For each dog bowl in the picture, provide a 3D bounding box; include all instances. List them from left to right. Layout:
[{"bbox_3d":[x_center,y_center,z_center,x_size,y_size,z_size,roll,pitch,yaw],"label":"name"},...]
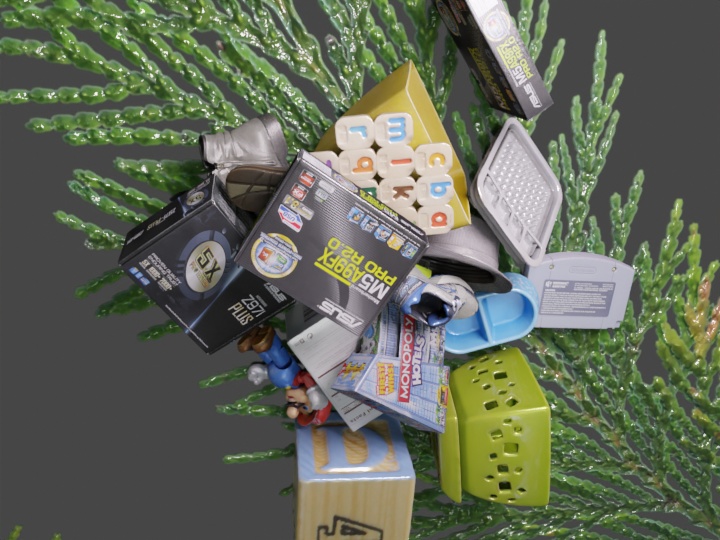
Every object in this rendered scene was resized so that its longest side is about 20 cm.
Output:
[{"bbox_3d":[0.209,0.078,1.089,0.196,0.050,0.113,-17,107,10],"label":"dog bowl"}]

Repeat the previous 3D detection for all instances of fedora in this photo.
[{"bbox_3d":[0.151,-0.037,1.010,0.196,0.177,0.092,11,77,20],"label":"fedora"}]

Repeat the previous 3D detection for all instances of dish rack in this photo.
[{"bbox_3d":[0.236,-0.118,0.987,0.043,0.201,0.172,-19,121,46],"label":"dish rack"}]

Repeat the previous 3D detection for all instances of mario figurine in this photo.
[{"bbox_3d":[-0.125,0.191,1.068,0.105,0.124,0.201,-38,111,2],"label":"mario figurine"}]

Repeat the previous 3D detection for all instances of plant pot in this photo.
[{"bbox_3d":[0.038,-0.153,0.931,0.174,0.201,0.202,-24,113,18],"label":"plant pot"},{"bbox_3d":[0.213,0.271,1.109,0.178,0.200,0.204,-5,112,0],"label":"plant pot"}]

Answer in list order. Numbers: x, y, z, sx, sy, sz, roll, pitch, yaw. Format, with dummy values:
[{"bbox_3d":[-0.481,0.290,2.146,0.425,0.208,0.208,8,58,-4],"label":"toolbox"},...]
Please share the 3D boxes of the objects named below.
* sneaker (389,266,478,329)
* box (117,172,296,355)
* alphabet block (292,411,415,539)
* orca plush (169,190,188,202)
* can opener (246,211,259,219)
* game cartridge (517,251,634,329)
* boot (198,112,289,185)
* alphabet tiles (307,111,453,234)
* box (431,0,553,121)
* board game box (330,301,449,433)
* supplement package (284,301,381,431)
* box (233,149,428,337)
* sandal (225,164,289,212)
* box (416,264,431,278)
[{"bbox_3d":[0.112,0.053,0.946,0.198,0.085,0.078,14,118,-40],"label":"sneaker"},{"bbox_3d":[-0.212,-0.004,0.916,0.162,0.087,0.201,-30,122,9],"label":"box"},{"bbox_3d":[-0.021,0.383,1.116,0.192,0.196,0.204,2,111,-7],"label":"alphabet block"},{"bbox_3d":[-0.232,-0.025,0.996,0.103,0.071,0.204,-11,112,-4],"label":"orca plush"},{"bbox_3d":[-0.158,-0.066,0.994,0.053,0.067,0.202,-29,112,3],"label":"can opener"},{"bbox_3d":[0.375,0.035,1.125,0.196,0.042,0.136,3,106,-9],"label":"game cartridge"},{"bbox_3d":[-0.156,-0.121,0.951,0.129,0.067,0.203,-29,106,-24],"label":"boot"},{"bbox_3d":[0.023,-0.100,0.830,0.191,0.015,0.204,-5,115,2],"label":"alphabet tiles"},{"bbox_3d":[0.179,-0.314,0.898,0.044,0.161,0.201,-34,112,4],"label":"box"},{"bbox_3d":[0.052,0.139,0.984,0.198,0.061,0.204,15,76,-40],"label":"board game box"},{"bbox_3d":[-0.024,0.138,1.062,0.116,0.117,0.201,-32,112,3],"label":"supplement package"},{"bbox_3d":[-0.036,-0.030,0.821,0.198,0.044,0.161,32,110,-14],"label":"box"},{"bbox_3d":[-0.081,-0.100,0.864,0.196,0.055,0.083,11,117,-3],"label":"sandal"},{"bbox_3d":[0.000,0.000,0.975,0.198,0.121,0.049,20,73,-41],"label":"box"}]
